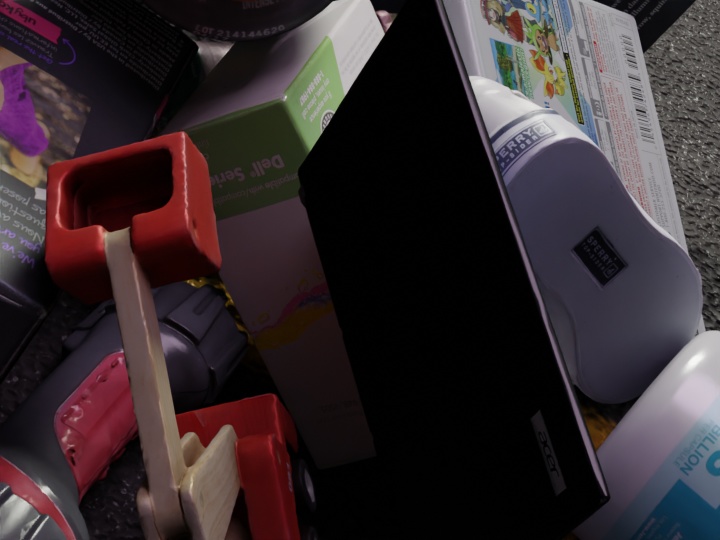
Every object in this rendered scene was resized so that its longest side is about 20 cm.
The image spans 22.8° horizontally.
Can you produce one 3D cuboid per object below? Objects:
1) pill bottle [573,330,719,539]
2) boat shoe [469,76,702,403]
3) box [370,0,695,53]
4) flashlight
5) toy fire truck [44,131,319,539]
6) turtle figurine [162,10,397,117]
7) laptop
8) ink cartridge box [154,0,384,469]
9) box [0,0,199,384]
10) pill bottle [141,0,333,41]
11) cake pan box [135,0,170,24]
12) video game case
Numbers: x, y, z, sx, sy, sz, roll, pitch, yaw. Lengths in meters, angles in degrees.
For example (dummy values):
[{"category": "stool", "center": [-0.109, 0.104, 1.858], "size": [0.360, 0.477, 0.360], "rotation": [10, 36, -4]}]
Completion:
[{"category": "pill bottle", "center": [0.191, 0.127, 0.758], "size": [0.200, 0.111, 0.111], "rotation": [40, 35, 12]}, {"category": "boat shoe", "center": [0.088, -0.014, 0.744], "size": [0.065, 0.073, 0.200], "rotation": [51, -4, 38]}, {"category": "box", "center": [0.074, -0.185, 0.984], "size": [0.199, 0.148, 0.108], "rotation": [25, 30, -39]}, {"category": "flashlight", "center": [-0.099, 0.066, 0.651], "size": [0.068, 0.068, 0.200], "rotation": [58, 31, -12]}, {"category": "toy fire truck", "center": [-0.050, 0.074, 0.578], "size": [0.048, 0.141, 0.202], "rotation": [-13, 64, 7]}, {"category": "turtle figurine", "center": [-0.001, -0.084, 0.892], "size": [0.199, 0.101, 0.150], "rotation": [-15, 55, -40]}, {"category": "laptop", "center": [0.052, 0.029, 0.619], "size": [0.200, 0.103, 0.179], "rotation": [26, 43, -57]}, {"category": "ink cartridge box", "center": [0.000, 0.000, 0.758], "size": [0.201, 0.067, 0.117], "rotation": [64, 27, -20]}, {"category": "box", "center": [-0.153, -0.029, 0.667], "size": [0.106, 0.122, 0.201], "rotation": [33, 34, -10]}, {"category": "pill bottle", "center": [-0.052, -0.147, 0.715], "size": [0.105, 0.107, 0.200], "rotation": [23, 6, -12]}, {"category": "cake pan box", "center": [-0.151, -0.188, 0.878], "size": [0.183, 0.053, 0.201], "rotation": [-18, 51, -14]}, {"category": "video game case", "center": [0.105, -0.043, 0.867], "size": [0.182, 0.022, 0.202], "rotation": [6, 70, -54]}]
